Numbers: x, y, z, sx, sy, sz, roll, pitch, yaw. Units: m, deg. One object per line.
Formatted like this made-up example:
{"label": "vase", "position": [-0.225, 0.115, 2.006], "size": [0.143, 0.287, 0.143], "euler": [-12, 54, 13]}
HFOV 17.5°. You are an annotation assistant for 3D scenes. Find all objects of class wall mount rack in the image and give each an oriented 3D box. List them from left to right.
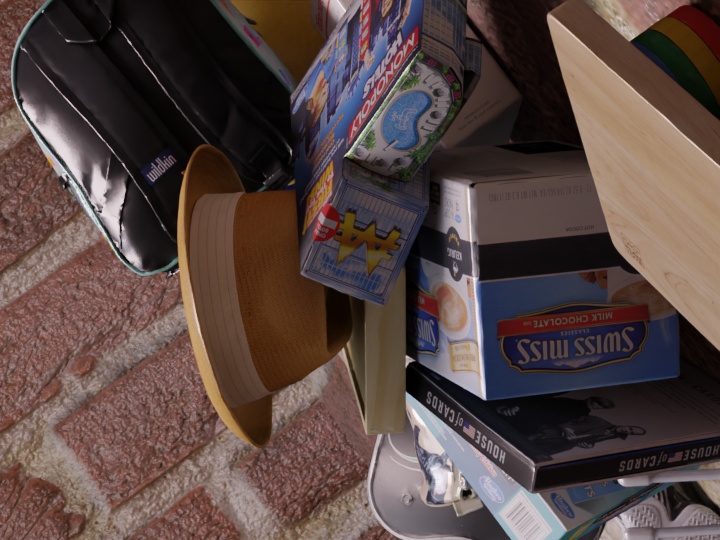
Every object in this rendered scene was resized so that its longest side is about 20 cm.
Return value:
{"label": "wall mount rack", "position": [0.259, 0.177, 1.525], "size": [0.173, 0.075, 0.200], "euler": [34, 164, 21]}

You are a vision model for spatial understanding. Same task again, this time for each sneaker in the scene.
{"label": "sneaker", "position": [0.216, 0.181, 1.840], "size": [0.200, 0.075, 0.115], "euler": [50, 168, 10]}

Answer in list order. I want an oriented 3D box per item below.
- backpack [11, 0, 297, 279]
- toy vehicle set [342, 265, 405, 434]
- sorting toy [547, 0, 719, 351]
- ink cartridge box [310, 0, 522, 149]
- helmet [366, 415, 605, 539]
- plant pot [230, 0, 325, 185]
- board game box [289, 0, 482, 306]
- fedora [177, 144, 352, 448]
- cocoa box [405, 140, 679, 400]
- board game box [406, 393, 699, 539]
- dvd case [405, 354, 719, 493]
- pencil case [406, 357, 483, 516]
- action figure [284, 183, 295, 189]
{"label": "backpack", "position": [-0.143, -0.120, 1.637], "size": [0.200, 0.176, 0.153], "euler": [50, -175, -8]}
{"label": "toy vehicle set", "position": [0.000, 0.000, 1.551], "size": [0.200, 0.026, 0.125], "euler": [-107, 14, -56]}
{"label": "sorting toy", "position": [0.196, -0.033, 1.189], "size": [0.200, 0.069, 0.199], "euler": [48, 169, 39]}
{"label": "ink cartridge box", "position": [0.024, -0.164, 1.623], "size": [0.200, 0.067, 0.117], "euler": [54, 171, 10]}
{"label": "helmet", "position": [0.116, 0.162, 1.925], "size": [0.189, 0.201, 0.200], "euler": [14, 158, 14]}
{"label": "plant pot", "position": [-0.036, -0.126, 1.778], "size": [0.141, 0.200, 0.201], "euler": [0, 128, 49]}
{"label": "board game box", "position": [0.017, -0.091, 1.424], "size": [0.200, 0.061, 0.201], "euler": [-53, 24, 43]}
{"label": "fedora", "position": [-0.055, 0.011, 1.477], "size": [0.201, 0.081, 0.202], "euler": [-11, -90, -79]}
{"label": "cocoa box", "position": [0.102, -0.004, 1.460], "size": [0.200, 0.132, 0.132], "euler": [-154, 60, -72]}
{"label": "board game box", "position": [0.142, 0.099, 1.606], "size": [0.151, 0.199, 0.047], "euler": [52, 131, 15]}
{"label": "dvd case", "position": [0.149, 0.087, 1.501], "size": [0.150, 0.199, 0.025], "euler": [37, 125, 51]}
{"label": "pencil case", "position": [0.059, 0.070, 1.666], "size": [0.089, 0.077, 0.201], "euler": [-132, 26, -71]}
{"label": "action figure", "position": [-0.045, -0.026, 1.702], "size": [0.065, 0.199, 0.100], "euler": [46, -146, -59]}
